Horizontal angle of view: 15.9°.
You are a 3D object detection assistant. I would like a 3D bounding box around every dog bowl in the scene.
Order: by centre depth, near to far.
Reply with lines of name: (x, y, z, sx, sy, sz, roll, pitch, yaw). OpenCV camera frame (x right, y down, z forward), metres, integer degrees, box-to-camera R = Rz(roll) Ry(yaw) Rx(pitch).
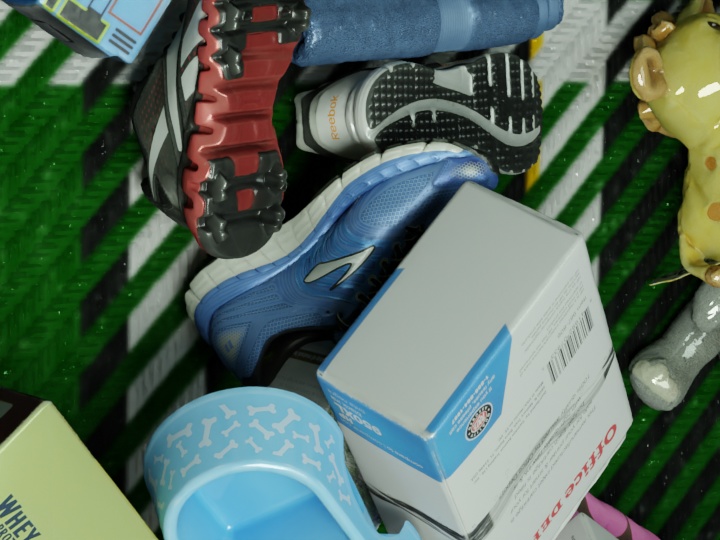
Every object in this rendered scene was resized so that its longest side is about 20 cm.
dog bowl: (-0.038, 0.149, 1.384, 0.111, 0.050, 0.200, -24, 126, 14)

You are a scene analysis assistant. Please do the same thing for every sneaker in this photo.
sneaker: (-0.083, -0.113, 1.432, 0.070, 0.098, 0.202, -6, 110, -44)
sneaker: (0.000, 0.000, 1.466, 0.199, 0.090, 0.078, -35, 159, 14)
sneaker: (0.038, -0.095, 1.550, 0.199, 0.080, 0.074, 2, 87, -51)

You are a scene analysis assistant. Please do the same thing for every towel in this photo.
towel: (0.022, -0.174, 1.511, 0.199, 0.049, 0.112, -10, 67, -37)

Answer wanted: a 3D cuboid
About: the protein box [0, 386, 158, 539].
protein box: (-0.209, 0.196, 1.366, 0.200, 0.135, 0.199, -46, 119, -21)

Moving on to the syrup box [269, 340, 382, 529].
syrup box: (-0.019, 0.097, 1.520, 0.079, 0.081, 0.201, 39, 75, -35)

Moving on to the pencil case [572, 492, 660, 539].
pencil case: (0.116, 0.175, 1.624, 0.200, 0.090, 0.094, 35, 74, -31)

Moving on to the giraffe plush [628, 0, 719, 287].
giraffe plush: (0.248, -0.099, 1.662, 0.199, 0.173, 0.163, -24, 101, 6)

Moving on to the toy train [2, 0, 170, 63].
toy train: (-0.174, -0.201, 1.373, 0.200, 0.087, 0.115, 35, 82, -33)

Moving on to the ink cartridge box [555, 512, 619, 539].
ink cartridge box: (0.119, 0.268, 1.583, 0.200, 0.084, 0.144, -44, 122, 15)

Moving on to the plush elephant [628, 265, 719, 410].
plush elephant: (0.308, 0.044, 1.697, 0.165, 0.154, 0.201, 41, 73, -33)

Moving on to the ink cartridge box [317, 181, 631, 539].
ink cartridge box: (0.069, 0.073, 1.438, 0.145, 0.084, 0.200, -51, 148, -20)
